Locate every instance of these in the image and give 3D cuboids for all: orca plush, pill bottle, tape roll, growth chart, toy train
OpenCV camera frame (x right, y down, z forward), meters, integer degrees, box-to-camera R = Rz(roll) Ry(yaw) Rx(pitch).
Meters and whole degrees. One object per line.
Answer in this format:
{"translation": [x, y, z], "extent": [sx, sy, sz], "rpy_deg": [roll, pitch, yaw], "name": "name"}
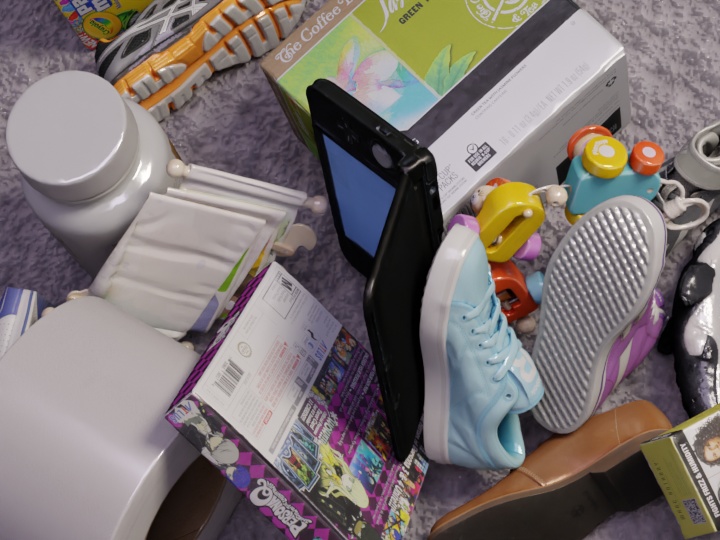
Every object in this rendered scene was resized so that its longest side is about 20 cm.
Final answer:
{"translation": [0.254, 0.059, 1.269], "extent": [0.105, 0.071, 0.200], "rpy_deg": [3, 77, -36], "name": "orca plush"}
{"translation": [-0.191, -0.068, 1.303], "extent": [0.114, 0.200, 0.115], "rpy_deg": [-3, 70, 8], "name": "pill bottle"}
{"translation": [-0.178, 0.137, 1.228], "extent": [0.139, 0.203, 0.203], "rpy_deg": [28, 78, 19], "name": "tape roll"}
{"translation": [-0.125, -0.004, 1.279], "extent": [0.200, 0.145, 0.018], "rpy_deg": [-48, 37, 31], "name": "growth chart"}
{"translation": [0.138, -0.034, 1.235], "extent": [0.200, 0.150, 0.056], "rpy_deg": [-30, 52, 18], "name": "toy train"}

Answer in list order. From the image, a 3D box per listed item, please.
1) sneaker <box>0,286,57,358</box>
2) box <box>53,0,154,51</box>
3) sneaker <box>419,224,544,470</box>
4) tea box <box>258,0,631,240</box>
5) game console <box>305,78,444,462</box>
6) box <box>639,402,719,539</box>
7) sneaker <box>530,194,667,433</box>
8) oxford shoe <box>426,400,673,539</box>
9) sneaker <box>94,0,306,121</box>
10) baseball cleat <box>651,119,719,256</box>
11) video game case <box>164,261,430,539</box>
{"translation": [-0.307, 0.104, 1.327], "extent": [0.115, 0.081, 0.200], "rpy_deg": [8, 74, 10], "name": "sneaker"}
{"translation": [-0.189, -0.309, 1.389], "extent": [0.192, 0.200, 0.122], "rpy_deg": [-29, 69, 0], "name": "box"}
{"translation": [0.089, 0.056, 1.190], "extent": [0.082, 0.200, 0.074], "rpy_deg": [11, 42, 17], "name": "sneaker"}
{"translation": [0.068, -0.135, 1.317], "extent": [0.200, 0.134, 0.197], "rpy_deg": [-43, 68, -6], "name": "tea box"}
{"translation": [0.000, 0.000, 1.194], "extent": [0.116, 0.200, 0.176], "rpy_deg": [-38, 56, -20], "name": "game console"}
{"translation": [0.295, 0.108, 1.193], "extent": [0.200, 0.050, 0.075], "rpy_deg": [-23, 85, -22], "name": "box"}
{"translation": [0.181, 0.013, 1.216], "extent": [0.073, 0.201, 0.114], "rpy_deg": [38, 45, 21], "name": "sneaker"}
{"translation": [0.135, 0.156, 1.249], "extent": [0.200, 0.071, 0.071], "rpy_deg": [-25, 39, 2], "name": "oxford shoe"}
{"translation": [-0.132, -0.201, 1.410], "extent": [0.200, 0.078, 0.077], "rpy_deg": [-32, 59, -4], "name": "sneaker"}
{"translation": [0.221, -0.054, 1.276], "extent": [0.200, 0.106, 0.070], "rpy_deg": [-40, 74, -3], "name": "baseball cleat"}
{"translation": [-0.032, 0.105, 1.190], "extent": [0.181, 0.200, 0.036], "rpy_deg": [45, 117, -10], "name": "video game case"}
